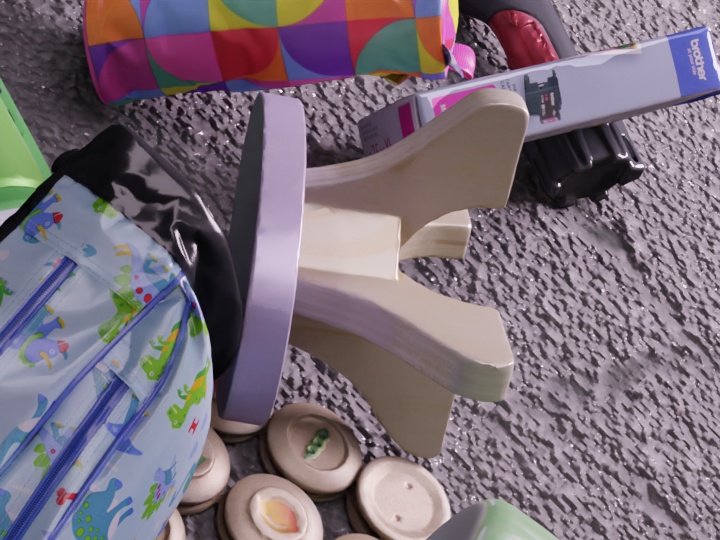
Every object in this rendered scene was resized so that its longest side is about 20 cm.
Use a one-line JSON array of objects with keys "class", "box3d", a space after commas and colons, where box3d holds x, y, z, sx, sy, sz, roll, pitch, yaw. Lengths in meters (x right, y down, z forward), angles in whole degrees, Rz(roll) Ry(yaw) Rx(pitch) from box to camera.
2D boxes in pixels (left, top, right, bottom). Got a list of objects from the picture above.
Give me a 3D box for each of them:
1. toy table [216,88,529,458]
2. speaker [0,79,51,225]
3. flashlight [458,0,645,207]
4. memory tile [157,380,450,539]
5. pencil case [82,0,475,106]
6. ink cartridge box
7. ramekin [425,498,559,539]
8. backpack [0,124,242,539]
[{"class": "toy table", "box3d": [0.000, 0.000, 0.821, 0.116, 0.185, 0.201, 8, 38, -9]}, {"class": "speaker", "box3d": [-0.200, -0.063, 0.821, 0.088, 0.089, 0.201, -12, 59, -39]}, {"class": "flashlight", "box3d": [0.096, -0.132, 1.091, 0.068, 0.067, 0.201, 20, 42, -53]}, {"class": "memory tile", "box3d": [-0.050, 0.127, 0.797, 0.153, 0.017, 0.200, 35, 42, -1]}, {"class": "pencil case", "box3d": [-0.042, -0.129, 0.929, 0.198, 0.089, 0.089, -2, 46, 6]}, {"class": "ink cartridge box", "box3d": [0.107, -0.092, 0.971, 0.198, 0.119, 0.042, -12, 91, -14]}, {"class": "ramekin", "box3d": [0.028, 0.180, 0.657, 0.098, 0.200, 0.200, 40, 42, 0]}, {"class": "backpack", "box3d": [-0.131, 0.071, 0.685, 0.200, 0.163, 0.154, -37, 76, -26]}]
